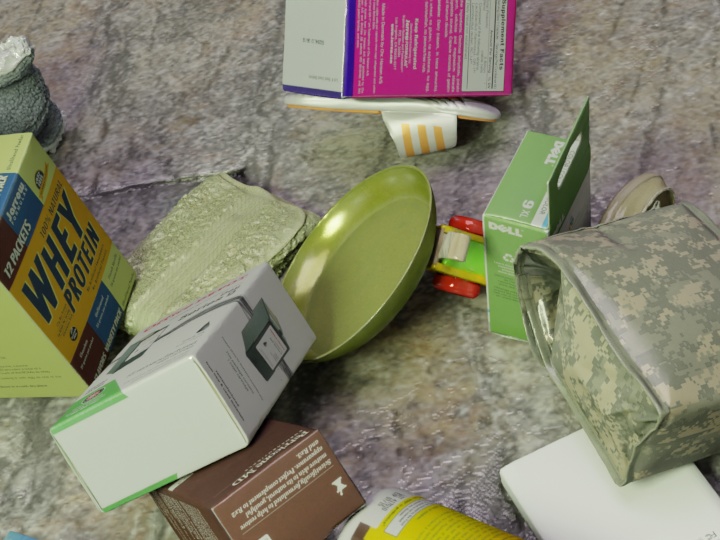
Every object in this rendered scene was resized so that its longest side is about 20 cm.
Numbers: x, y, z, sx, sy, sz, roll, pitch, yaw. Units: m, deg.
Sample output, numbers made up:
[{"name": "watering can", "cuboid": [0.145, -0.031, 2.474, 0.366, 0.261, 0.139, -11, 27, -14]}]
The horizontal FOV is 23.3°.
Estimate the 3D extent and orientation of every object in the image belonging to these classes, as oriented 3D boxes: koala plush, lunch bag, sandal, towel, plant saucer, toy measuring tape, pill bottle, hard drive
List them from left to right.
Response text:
[{"name": "koala plush", "cuboid": [-0.392, -0.143, 1.727, 0.200, 0.178, 0.184, -29, 57, -13]}, {"name": "towel", "cuboid": [-0.144, -0.008, 1.602, 0.148, 0.037, 0.200, 20, 55, 33]}, {"name": "plant saucer", "cuboid": [0.000, 0.000, 1.498, 0.200, 0.031, 0.200, -39, 30, 28]}, {"name": "sandal", "cuboid": [0.030, -0.139, 1.660, 0.206, 0.059, 0.079, 3, 11, 7]}, {"name": "toy measuring tape", "cuboid": [0.094, -0.012, 1.462, 0.073, 0.074, 0.200, -22, 1, -5]}, {"name": "pill bottle", "cuboid": [0.082, 0.236, 1.242, 0.200, 0.109, 0.109, 18, 54, 31]}, {"name": "hard drive", "cuboid": [0.206, 0.196, 1.304, 0.132, 0.026, 0.200, -24, 44, -8]}, {"name": "lunch bag", "cuboid": [0.227, 0.043, 1.339, 0.164, 0.118, 0.200, -15, 57, -24]}]

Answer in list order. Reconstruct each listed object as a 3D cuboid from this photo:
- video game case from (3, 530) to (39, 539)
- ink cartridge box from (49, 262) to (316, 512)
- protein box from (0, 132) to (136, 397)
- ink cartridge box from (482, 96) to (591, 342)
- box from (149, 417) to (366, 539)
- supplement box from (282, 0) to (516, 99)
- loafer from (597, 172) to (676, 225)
[{"name": "video game case", "cuboid": [-0.209, 0.288, 1.267, 0.200, 0.046, 0.181, 15, 36, 13]}, {"name": "ink cartridge box", "cuboid": [-0.136, 0.089, 1.387, 0.146, 0.084, 0.200, -28, 12, 22]}, {"name": "protein box", "cuboid": [-0.337, 0.001, 1.509, 0.198, 0.200, 0.135, -3, 53, 23]}, {"name": "ink cartridge box", "cuboid": [0.146, -0.042, 1.430, 0.059, 0.200, 0.104, 15, 52, 20]}, {"name": "box", "cuboid": [-0.086, 0.167, 1.317, 0.100, 0.075, 0.200, -36, 13, -19]}, {"name": "supplement box", "cuboid": [0.038, -0.214, 1.627, 0.200, 0.104, 0.101, -4, 11, -36]}, {"name": "loafer", "cuboid": [0.221, 0.007, 1.456, 0.068, 0.076, 0.200, 21, 67, 24]}]
